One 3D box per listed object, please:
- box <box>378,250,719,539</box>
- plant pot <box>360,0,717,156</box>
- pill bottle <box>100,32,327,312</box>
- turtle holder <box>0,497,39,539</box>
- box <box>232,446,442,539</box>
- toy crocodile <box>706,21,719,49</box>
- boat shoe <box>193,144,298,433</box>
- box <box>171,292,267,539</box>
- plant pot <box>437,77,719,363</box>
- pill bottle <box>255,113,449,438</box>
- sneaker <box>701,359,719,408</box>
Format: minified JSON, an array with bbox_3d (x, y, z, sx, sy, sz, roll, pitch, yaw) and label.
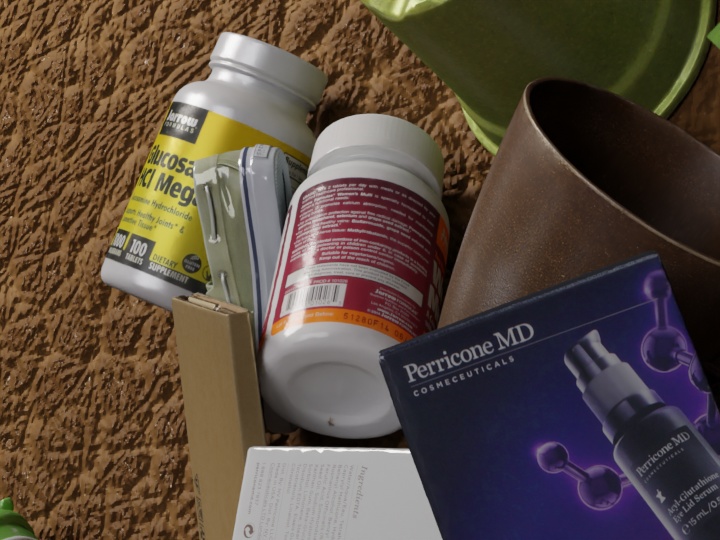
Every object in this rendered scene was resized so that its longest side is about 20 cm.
[{"bbox_3d":[0.109,0.109,0.912,0.148,0.104,0.200,-21,84,1],"label":"box"},{"bbox_3d":[0.093,-0.185,1.173,0.200,0.184,0.200,-16,63,35],"label":"plant pot"},{"bbox_3d":[-0.100,-0.063,1.331,0.112,0.112,0.200,18,84,43],"label":"pill bottle"},{"bbox_3d":[-0.290,0.266,1.338,0.186,0.141,0.132,-45,66,5],"label":"turtle holder"},{"bbox_3d":[0.045,0.172,1.086,0.200,0.152,0.106,-3,70,39],"label":"box"},{"bbox_3d":[0.266,-0.093,1.074,0.068,0.062,0.200,-44,49,17],"label":"toy crocodile"},{"bbox_3d":[-0.073,0.013,1.263,0.062,0.072,0.200,-3,100,12],"label":"boat shoe"},{"bbox_3d":[-0.086,0.119,1.200,0.163,0.021,0.200,-170,74,-72],"label":"box"},{"bbox_3d":[0.125,0.023,1.082,0.200,0.187,0.187,-58,45,24],"label":"plant pot"},{"bbox_3d":[0.000,0.000,1.199,0.110,0.110,0.200,-21,42,32],"label":"pill bottle"},{"bbox_3d":[0.181,0.139,0.990,0.076,0.116,0.200,-22,47,43],"label":"sneaker"}]
